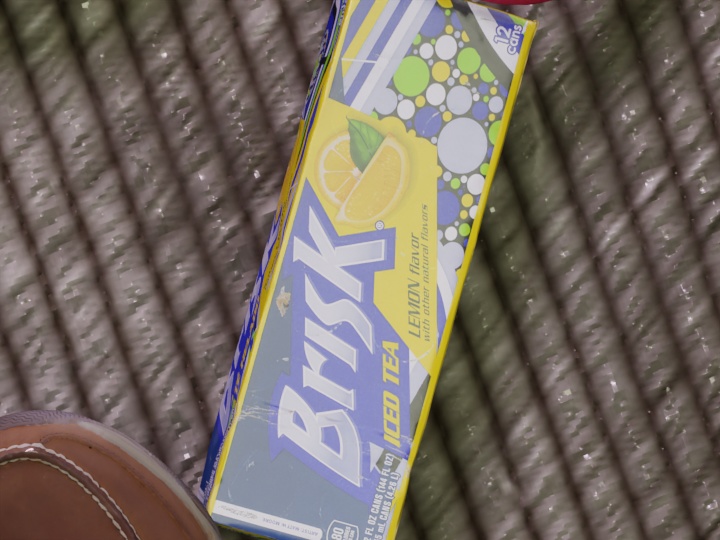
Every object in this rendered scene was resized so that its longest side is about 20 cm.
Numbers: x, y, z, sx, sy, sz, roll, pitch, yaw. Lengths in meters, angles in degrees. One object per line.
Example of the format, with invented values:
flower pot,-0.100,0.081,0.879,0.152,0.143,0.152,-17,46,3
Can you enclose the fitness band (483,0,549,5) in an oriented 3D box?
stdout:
fitness band,0.020,-0.180,0.775,0.200,0.037,0.144,39,52,-8

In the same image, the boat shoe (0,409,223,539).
boat shoe,-0.072,0.135,0.733,0.075,0.072,0.201,-22,116,15

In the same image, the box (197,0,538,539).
box,0.000,0.000,0.785,0.070,0.064,0.202,16,86,-7
